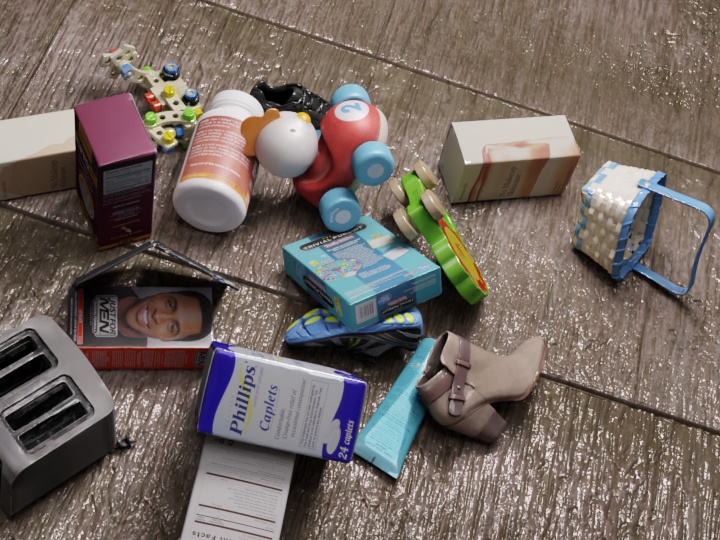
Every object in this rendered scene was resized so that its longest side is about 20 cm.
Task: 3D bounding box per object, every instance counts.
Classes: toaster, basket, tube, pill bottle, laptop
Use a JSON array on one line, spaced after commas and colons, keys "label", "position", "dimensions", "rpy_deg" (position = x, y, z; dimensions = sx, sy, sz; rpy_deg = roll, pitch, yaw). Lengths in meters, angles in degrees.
[{"label": "toaster", "position": [-0.412, 0.179, 1.552], "dimensions": [0.199, 0.119, 0.181], "rpy_deg": [-31, 69, -29]}, {"label": "basket", "position": [0.431, -0.068, 1.867], "dimensions": [0.199, 0.178, 0.139], "rpy_deg": [33, 52, 24]}, {"label": "tube", "position": [0.063, 0.186, 1.699], "dimensions": [0.077, 0.051, 0.201], "rpy_deg": [26, 60, 11]}, {"label": "pill bottle", "position": [-0.205, -0.167, 1.832], "dimensions": [0.110, 0.113, 0.202], "rpy_deg": [14, 55, -3]}, {"label": "laptop", "position": [-0.279, 0.017, 1.673], "dimensions": [0.198, 0.177, 0.104], "rpy_deg": [28, 88, -11]}]

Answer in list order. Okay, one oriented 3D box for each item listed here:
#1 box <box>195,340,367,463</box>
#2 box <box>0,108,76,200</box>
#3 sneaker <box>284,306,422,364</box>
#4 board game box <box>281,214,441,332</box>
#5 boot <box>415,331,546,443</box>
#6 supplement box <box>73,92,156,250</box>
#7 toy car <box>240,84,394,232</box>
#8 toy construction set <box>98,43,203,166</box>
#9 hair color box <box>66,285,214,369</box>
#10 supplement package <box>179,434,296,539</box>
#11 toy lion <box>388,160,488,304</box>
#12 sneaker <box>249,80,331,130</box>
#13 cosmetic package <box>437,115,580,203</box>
[{"label": "box", "position": [-0.107, 0.165, 1.569], "dimensions": [0.197, 0.184, 0.107], "rpy_deg": [13, 87, -8]}, {"label": "box", "position": [-0.445, -0.175, 1.797], "dimensions": [0.197, 0.095, 0.079], "rpy_deg": [-13, 60, -18]}, {"label": "sneaker", "position": [-0.009, 0.096, 1.722], "dimensions": [0.196, 0.084, 0.071], "rpy_deg": [-4, 29, 1]}, {"label": "board game box", "position": [0.000, 0.000, 1.752], "dimensions": [0.149, 0.048, 0.200], "rpy_deg": [-21, 34, -24]}, {"label": "boot", "position": [0.166, 0.135, 1.708], "dimensions": [0.146, 0.070, 0.201], "rpy_deg": [41, 62, -17]}, {"label": "supplement box", "position": [-0.346, -0.136, 1.725], "dimensions": [0.084, 0.201, 0.111], "rpy_deg": [-17, 62, -21]}, {"label": "toy car", "position": [-0.078, -0.190, 1.793], "dimensions": [0.198, 0.178, 0.186], "rpy_deg": [20, 32, -31]}, {"label": "toy construction set", "position": [-0.318, -0.259, 1.889], "dimensions": [0.130, 0.092, 0.202], "rpy_deg": [-25, 76, -26]}, {"label": "hair color box", "position": [-0.301, 0.078, 1.678], "dimensions": [0.196, 0.062, 0.103], "rpy_deg": [1, 56, -13]}, {"label": "supplement package", "position": [-0.158, 0.324, 1.508], "dimensions": [0.118, 0.122, 0.203], "rpy_deg": [13, 55, -4]}, {"label": "toy lion", "position": [0.124, -0.046, 1.813], "dimensions": [0.192, 0.068, 0.201], "rpy_deg": [51, 14, -21]}, {"label": "sneaker", "position": [-0.086, -0.247, 1.925], "dimensions": [0.196, 0.091, 0.077], "rpy_deg": [6, 53, -10]}, {"label": "cosmetic package", "position": [0.234, -0.176, 1.942], "dimensions": [0.196, 0.104, 0.088], "rpy_deg": [-6, 57, -15]}]
